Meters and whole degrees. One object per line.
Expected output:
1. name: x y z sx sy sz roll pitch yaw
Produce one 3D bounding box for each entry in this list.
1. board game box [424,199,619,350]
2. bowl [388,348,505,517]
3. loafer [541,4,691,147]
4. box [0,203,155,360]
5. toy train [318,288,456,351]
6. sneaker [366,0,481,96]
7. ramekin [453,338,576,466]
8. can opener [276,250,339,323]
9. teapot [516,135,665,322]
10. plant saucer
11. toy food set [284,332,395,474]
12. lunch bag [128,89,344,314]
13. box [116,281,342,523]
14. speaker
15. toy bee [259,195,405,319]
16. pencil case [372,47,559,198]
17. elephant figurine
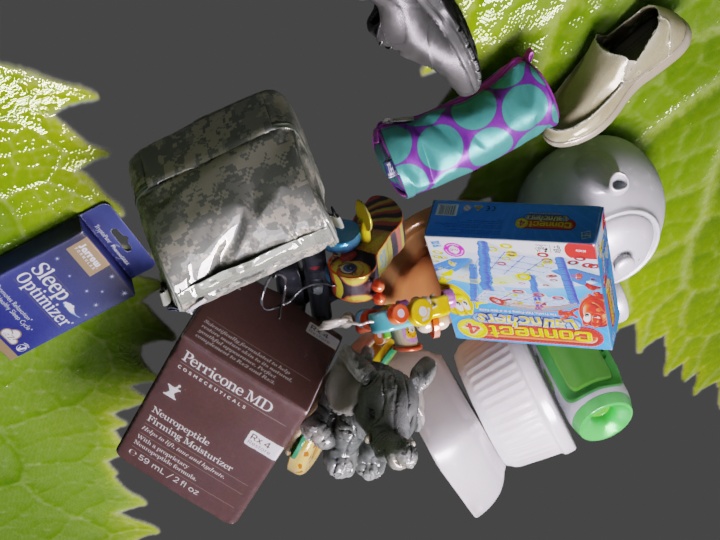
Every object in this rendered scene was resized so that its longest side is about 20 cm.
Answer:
1. board game box: 0.190 0.006 1.499 0.197 0.056 0.197 3 142 21
2. bowl: 0.117 0.202 1.687 0.074 0.201 0.201 -30 137 2
3. loafer: 0.270 -0.221 1.423 0.200 0.076 0.068 -43 134 7
4. box: -0.333 0.014 1.417 0.198 0.033 0.122 -28 138 4
5. toy train: 0.034 0.066 1.479 0.148 0.056 0.200 -14 180 17
6. sneaker: 0.058 -0.248 1.307 0.090 0.077 0.200 -26 131 15
7. ramekin: 0.196 0.160 1.677 0.093 0.204 0.203 -26 138 5
8. can opener: -0.057 -0.016 1.486 0.077 0.064 0.202 -12 137 -12
9. teapot: 0.287 -0.049 1.546 0.198 0.147 0.198 17 125 -37
10. plant saucer: 0.107 0.000 1.596 0.197 0.038 0.202 -13 137 -12
11. toy food set: -0.028 0.159 1.609 0.200 0.048 0.198 -49 173 -22
12. lunch bag: -0.129 -0.060 1.330 0.198 0.169 0.140 -23 138 0
13. box: -0.150 0.141 1.487 0.165 0.165 0.201 31 122 -3
14. speaker: 0.276 0.118 1.669 0.087 0.201 0.089 -12 138 -11
15. toy bee: 0.000 0.000 1.430 0.201 0.108 0.131 -56 146 -18
16. pencil case: 0.112 -0.157 1.402 0.198 0.085 0.093 -26 114 2
17. elephant figurine: 0.026 0.145 1.410 0.141 0.156 0.200 -30 168 -28
